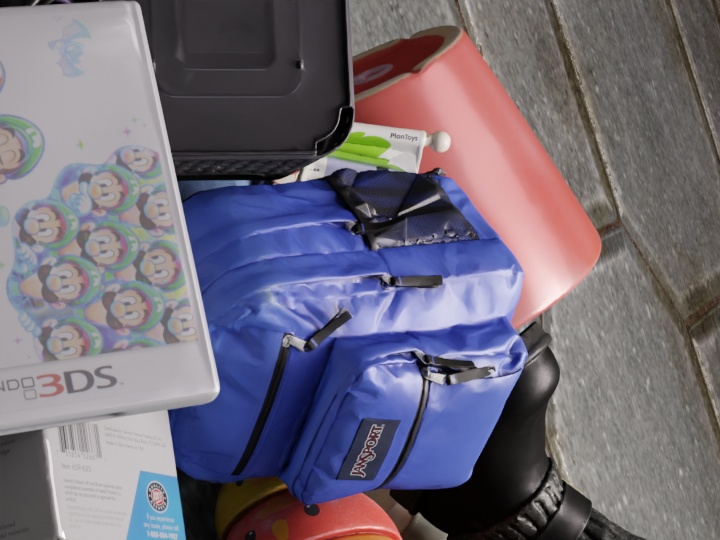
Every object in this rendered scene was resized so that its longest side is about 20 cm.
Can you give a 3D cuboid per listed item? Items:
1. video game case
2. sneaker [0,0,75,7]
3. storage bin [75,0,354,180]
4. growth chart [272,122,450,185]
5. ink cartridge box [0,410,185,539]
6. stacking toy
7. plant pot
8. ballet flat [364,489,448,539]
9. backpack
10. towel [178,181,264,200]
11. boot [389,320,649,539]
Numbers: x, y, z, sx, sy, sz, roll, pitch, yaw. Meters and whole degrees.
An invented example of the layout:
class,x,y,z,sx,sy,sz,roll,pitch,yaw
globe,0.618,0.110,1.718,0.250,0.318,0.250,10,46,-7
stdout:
class,x,y,z,sx,sy,sz,roll,pitch,yaw
video game case,-0.169,-0.025,0.902,0.181,0.024,0.201,-7,77,-26
sneaker,-0.176,-0.131,1.022,0.076,0.087,0.201,51,30,-41
storage bin,-0.083,-0.152,1.044,0.094,0.134,0.201,165,-78,-73
growth chart,0.000,0.000,1.227,0.018,0.144,0.201,-111,-157,-76
ink cartridge box,-0.155,0.046,0.970,0.116,0.066,0.201,22,55,-61
stacking toy,-0.041,0.151,1.133,0.146,0.146,0.201,33,25,-57
plant pot,0.039,-0.056,1.321,0.178,0.199,0.201,65,23,-15
ballet flat,0.022,0.128,1.351,0.063,0.067,0.201,19,51,-29
backpack,-0.022,0.037,1.069,0.199,0.163,0.168,1,34,-31
towel,-0.109,-0.077,1.193,0.112,0.048,0.200,66,23,-16
boot,0.114,0.135,1.199,0.158,0.211,0.079,43,59,13
